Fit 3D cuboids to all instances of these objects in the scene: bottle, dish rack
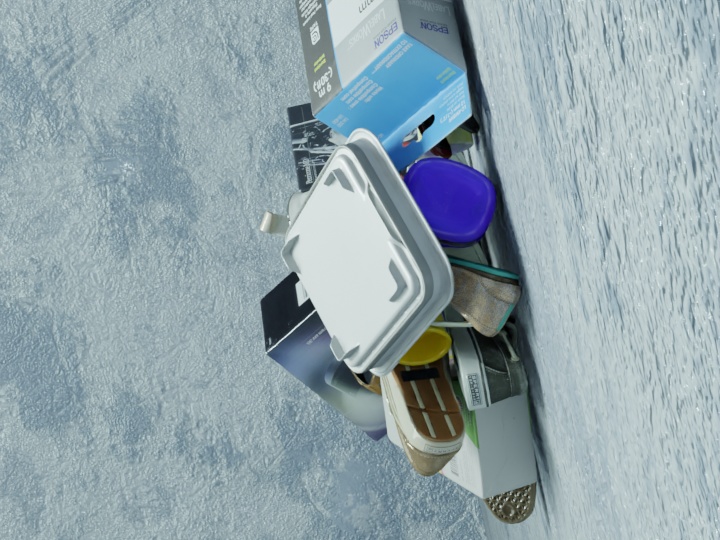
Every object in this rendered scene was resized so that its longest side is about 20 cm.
[{"bbox_3d":[0.078,-0.056,1.170,0.200,0.083,0.066,28,-98,-85],"label":"bottle"},{"bbox_3d":[-0.005,-0.007,1.127,0.173,0.043,0.200,61,148,17],"label":"dish rack"}]

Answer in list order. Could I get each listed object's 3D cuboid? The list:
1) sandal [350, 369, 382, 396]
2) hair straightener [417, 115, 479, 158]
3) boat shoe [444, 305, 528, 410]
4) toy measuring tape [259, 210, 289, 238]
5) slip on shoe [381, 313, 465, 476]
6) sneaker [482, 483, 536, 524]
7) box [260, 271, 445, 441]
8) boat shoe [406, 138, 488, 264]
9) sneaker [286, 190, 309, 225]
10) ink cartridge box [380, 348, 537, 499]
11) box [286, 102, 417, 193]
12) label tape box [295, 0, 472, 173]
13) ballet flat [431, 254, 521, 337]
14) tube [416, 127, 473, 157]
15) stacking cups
[{"bbox_3d":[0.016,0.098,1.448,0.081,0.055,0.201,8,134,47],"label":"sandal"},{"bbox_3d":[0.059,-0.200,1.157,0.041,0.077,0.201,12,-132,-50],"label":"hair straightener"},{"bbox_3d":[0.117,0.068,1.221,0.200,0.063,0.071,-98,-3,-64],"label":"boat shoe"},{"bbox_3d":[-0.007,-0.018,1.371,0.074,0.198,0.074,-161,90,-75],"label":"toy measuring tape"},{"bbox_3d":[0.053,0.102,1.234,0.061,0.075,0.201,102,158,-45],"label":"slip on shoe"},{"bbox_3d":[0.154,0.169,1.404,0.075,0.070,0.202,-5,-101,-63],"label":"sneaker"},{"bbox_3d":[0.020,0.063,1.553,0.198,0.200,0.124,40,-161,-27],"label":"box"},{"bbox_3d":[0.086,-0.054,1.346,0.060,0.075,0.202,-115,11,-64],"label":"boat shoe"},{"bbox_3d":[0.000,0.000,1.310,0.201,0.087,0.074,64,-162,-2],"label":"sneaker"},{"bbox_3d":[0.094,0.141,1.321,0.200,0.067,0.118,21,122,61],"label":"ink cartridge box"},{"bbox_3d":[0.019,-0.117,1.477,0.201,0.180,0.105,-103,-1,-56],"label":"box"},{"bbox_3d":[0.015,-0.190,1.103,0.143,0.066,0.202,-36,55,48],"label":"label tape box"},{"bbox_3d":[0.053,0.009,1.140,0.199,0.068,0.068,24,101,47],"label":"ballet flat"},{"bbox_3d":[0.065,-0.208,1.203,0.052,0.058,0.202,-1,-102,-53],"label":"tube"},{"bbox_3d":[0.043,-0.008,1.240,0.061,0.060,0.201,75,-175,-52],"label":"stacking cups"}]
